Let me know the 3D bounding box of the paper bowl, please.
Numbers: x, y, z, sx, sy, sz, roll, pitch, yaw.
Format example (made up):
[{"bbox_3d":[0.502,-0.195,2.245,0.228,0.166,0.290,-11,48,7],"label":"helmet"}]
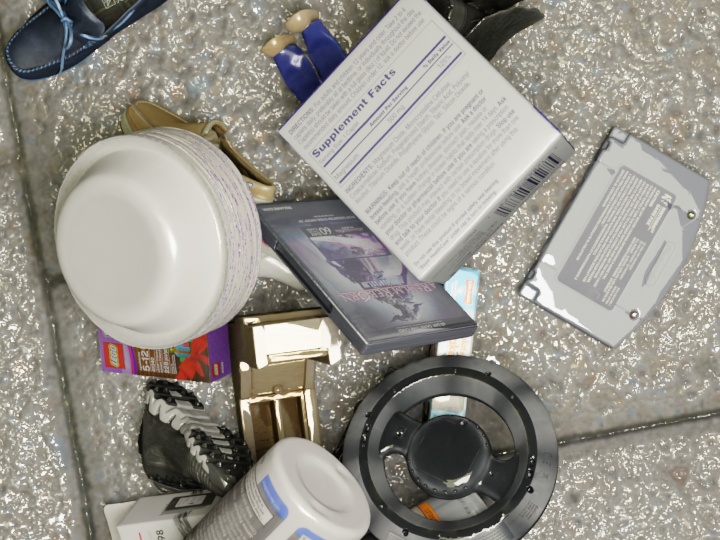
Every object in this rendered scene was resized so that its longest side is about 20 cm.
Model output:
[{"bbox_3d":[-0.198,-0.026,1.315,0.200,0.104,0.201,7,105,26],"label":"paper bowl"}]

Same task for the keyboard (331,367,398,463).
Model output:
[{"bbox_3d":[0.004,0.188,1.410,0.040,0.104,0.200,35,102,28],"label":"keyboard"}]

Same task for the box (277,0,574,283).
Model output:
[{"bbox_3d":[0.062,-0.120,1.322,0.184,0.105,0.200,-46,77,10],"label":"box"}]

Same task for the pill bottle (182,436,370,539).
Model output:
[{"bbox_3d":[-0.094,0.254,1.287,0.114,0.114,0.200,44,111,-1],"label":"pill bottle"}]

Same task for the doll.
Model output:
[{"bbox_3d":[-0.023,-0.157,1.432,0.136,0.048,0.200,-40,76,33],"label":"doll"}]

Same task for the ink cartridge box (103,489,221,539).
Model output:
[{"bbox_3d":[-0.161,0.282,1.406,0.199,0.067,0.116,-10,104,15],"label":"ink cartridge box"}]

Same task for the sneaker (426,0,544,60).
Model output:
[{"bbox_3d":[0.083,-0.214,1.442,0.200,0.104,0.060,-45,54,31],"label":"sneaker"}]

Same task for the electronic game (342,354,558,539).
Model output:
[{"bbox_3d":[0.082,0.172,1.313,0.199,0.042,0.201,-4,63,9],"label":"electronic game"}]

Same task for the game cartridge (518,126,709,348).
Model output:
[{"bbox_3d":[0.266,-0.029,1.465,0.133,0.041,0.200,30,90,3],"label":"game cartridge"}]

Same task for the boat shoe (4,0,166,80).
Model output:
[{"bbox_3d":[-0.276,-0.266,1.438,0.200,0.069,0.084,-38,91,-1],"label":"boat shoe"}]

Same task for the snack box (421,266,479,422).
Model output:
[{"bbox_3d":[0.087,0.096,1.421,0.037,0.116,0.201,6,89,-1],"label":"snack box"}]

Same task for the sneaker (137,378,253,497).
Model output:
[{"bbox_3d":[-0.166,0.186,1.398,0.066,0.200,0.091,12,104,-36],"label":"sneaker"}]

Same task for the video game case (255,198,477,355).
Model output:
[{"bbox_3d":[0.000,0.000,1.340,0.200,0.143,0.019,48,127,33],"label":"video game case"}]

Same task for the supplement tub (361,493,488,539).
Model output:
[{"bbox_3d":[0.041,0.295,1.339,0.200,0.123,0.123,-29,90,-8],"label":"supplement tub"}]

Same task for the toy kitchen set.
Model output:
[{"bbox_3d":[-0.029,0.124,1.380,0.163,0.200,0.181,-7,90,-12],"label":"toy kitchen set"}]

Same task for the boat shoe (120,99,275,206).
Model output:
[{"bbox_3d":[-0.155,-0.119,1.412,0.200,0.072,0.076,38,126,19],"label":"boat shoe"}]

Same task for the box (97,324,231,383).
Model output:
[{"bbox_3d":[-0.200,0.006,1.406,0.136,0.039,0.201,3,103,30],"label":"box"}]

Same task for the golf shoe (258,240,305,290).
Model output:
[{"bbox_3d":[-0.140,-0.020,1.446,0.200,0.075,0.092,28,98,7],"label":"golf shoe"}]
